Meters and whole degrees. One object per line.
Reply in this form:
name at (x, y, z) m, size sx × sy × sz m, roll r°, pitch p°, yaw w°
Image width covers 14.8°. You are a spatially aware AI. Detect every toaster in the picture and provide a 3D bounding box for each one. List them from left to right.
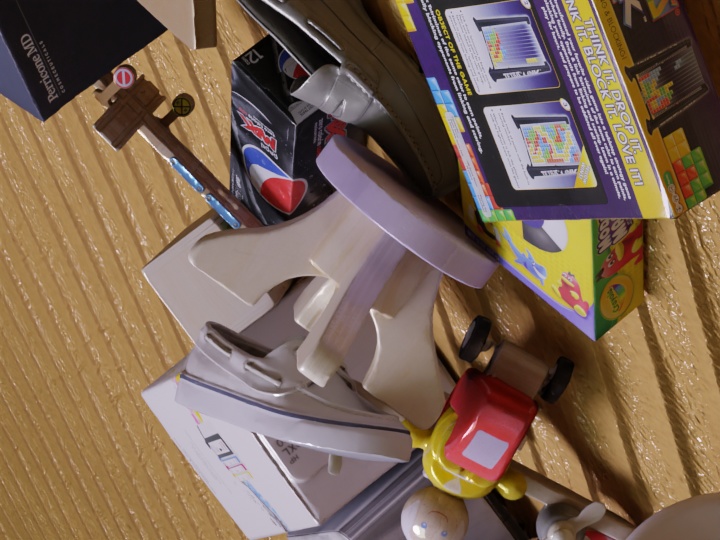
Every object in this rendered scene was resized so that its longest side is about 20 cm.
toaster at (0.059, 0.229, 2.048) m, size 0.181 × 0.119 × 0.200 m, roll 53°, pitch 161°, yaw -6°

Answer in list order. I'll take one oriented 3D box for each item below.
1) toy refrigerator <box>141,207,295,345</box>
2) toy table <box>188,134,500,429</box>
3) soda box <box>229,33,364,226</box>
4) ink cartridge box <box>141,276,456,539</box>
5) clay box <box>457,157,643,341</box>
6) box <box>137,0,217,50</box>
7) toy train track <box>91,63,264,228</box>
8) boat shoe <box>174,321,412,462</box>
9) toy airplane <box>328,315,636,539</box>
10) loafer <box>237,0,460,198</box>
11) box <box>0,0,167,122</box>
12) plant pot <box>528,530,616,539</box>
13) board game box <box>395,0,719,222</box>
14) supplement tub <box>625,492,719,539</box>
toy refrigerator at (-0.091, -0.006, 1.954) m, size 0.076 × 0.070 × 0.200 m, roll 53°, pitch -170°, yaw -4°
toy table at (0.000, 0.000, 1.692) m, size 0.184 × 0.117 × 0.200 m, roll 37°, pitch -173°, yaw 4°
soda box at (-0.042, -0.086, 1.812) m, size 0.063 × 0.071 × 0.200 m, roll 45°, pitch 160°, yaw 17°
ink cartridge box at (-0.044, 0.092, 2.016) m, size 0.145 × 0.147 × 0.200 m, roll 53°, pitch 161°, yaw -4°
clay box at (0.105, -0.060, 1.559) m, size 0.115 × 0.048 × 0.200 m, roll 40°, pitch 158°, yaw 29°
box at (-0.116, -0.245, 1.583) m, size 0.164 × 0.021 × 0.201 m, roll -133°, pitch 39°, yaw -60°
toy train track at (-0.110, -0.082, 1.798) m, size 0.200 × 0.033 × 0.115 m, roll 46°, pitch -158°, yaw -7°
boat shoe at (-0.039, 0.075, 1.757) m, size 0.072 × 0.066 × 0.200 m, roll 14°, pitch 180°, yaw -40°
toy airplane at (0.064, 0.121, 1.826) m, size 0.199 × 0.142 × 0.199 m, roll 13°, pitch 161°, yaw 38°
loafer at (-0.012, -0.121, 1.683) m, size 0.200 × 0.070 × 0.070 m, roll 53°, pitch 161°, yaw -2°
box at (-0.188, -0.233, 1.719) m, size 0.104 × 0.182 × 0.201 m, roll 31°, pitch 152°, yaw 45°
plant pot at (0.142, 0.287, 1.870) m, size 0.183 × 0.200 × 0.200 m, roll 62°, pitch 159°, yaw -14°
board game box at (0.092, -0.125, 1.394) m, size 0.165 × 0.057 × 0.201 m, roll 1°, pitch 117°, yaw 56°
supplement tub at (0.228, 0.245, 1.668) m, size 0.145 × 0.145 × 0.201 m, roll 37°, pitch 156°, yaw 36°
